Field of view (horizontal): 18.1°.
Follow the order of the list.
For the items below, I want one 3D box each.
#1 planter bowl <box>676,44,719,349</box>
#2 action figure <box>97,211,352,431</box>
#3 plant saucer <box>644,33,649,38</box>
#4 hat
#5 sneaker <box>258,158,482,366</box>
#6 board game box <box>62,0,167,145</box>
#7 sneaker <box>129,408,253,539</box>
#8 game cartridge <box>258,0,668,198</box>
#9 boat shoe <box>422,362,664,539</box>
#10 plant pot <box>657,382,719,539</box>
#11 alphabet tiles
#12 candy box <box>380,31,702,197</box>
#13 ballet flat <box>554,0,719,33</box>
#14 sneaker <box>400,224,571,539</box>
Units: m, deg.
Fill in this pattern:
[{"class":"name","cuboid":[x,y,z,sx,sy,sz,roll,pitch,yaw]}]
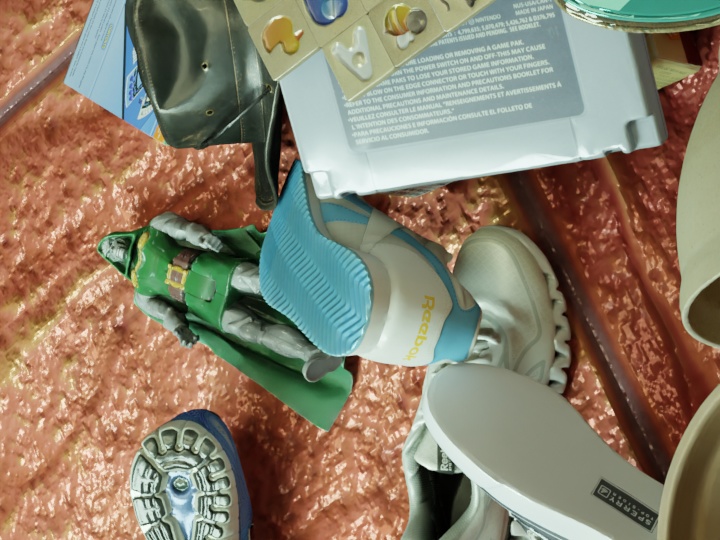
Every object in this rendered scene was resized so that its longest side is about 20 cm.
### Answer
[{"class":"planter bowl","cuboid":[0.237,-0.056,1.051,0.200,0.200,0.135,-22,65,34]},{"class":"action figure","cuboid":[-0.087,0.011,1.372,0.200,0.055,0.119,20,98,39]},{"class":"plant saucer","cuboid":[0.097,-0.215,1.142,0.200,0.037,0.200,42,121,6]},{"class":"hat","cuboid":[-0.093,-0.131,1.300,0.081,0.201,0.201,-4,82,-7]},{"class":"sneaker","cuboid":[0.000,0.000,1.245,0.077,0.081,0.200,-70,25,18]},{"class":"board game box","cuboid":[-0.117,-0.190,1.427,0.103,0.019,0.200,32,106,36]},{"class":"sneaker","cuboid":[-0.091,0.176,1.355,0.078,0.089,0.201,4,107,11]},{"class":"game cartridge","cuboid":[0.050,-0.114,1.163,0.199,0.042,0.134,-7,102,27]},{"class":"boat shoe","cuboid":[0.113,0.125,1.179,0.200,0.072,0.068,32,141,10]},{"class":"plant pot","cuboid":[0.248,0.131,1.078,0.200,0.093,0.202,-9,76,40]},{"class":"alphabet tiles","cuboid":[-0.011,-0.196,1.150,0.166,0.006,0.200,-34,74,28]},{"class":"candy box","cuboid":[0.079,-0.129,1.253,0.200,0.055,0.116,-24,73,34]},{"class":"ballet flat","cuboid":[0.188,-0.154,1.067,0.199,0.065,0.071,-8,94,20]},{"class":"sneaker","cuboid":[0.064,0.074,1.237,0.075,0.081,0.201,3,87,39]}]
